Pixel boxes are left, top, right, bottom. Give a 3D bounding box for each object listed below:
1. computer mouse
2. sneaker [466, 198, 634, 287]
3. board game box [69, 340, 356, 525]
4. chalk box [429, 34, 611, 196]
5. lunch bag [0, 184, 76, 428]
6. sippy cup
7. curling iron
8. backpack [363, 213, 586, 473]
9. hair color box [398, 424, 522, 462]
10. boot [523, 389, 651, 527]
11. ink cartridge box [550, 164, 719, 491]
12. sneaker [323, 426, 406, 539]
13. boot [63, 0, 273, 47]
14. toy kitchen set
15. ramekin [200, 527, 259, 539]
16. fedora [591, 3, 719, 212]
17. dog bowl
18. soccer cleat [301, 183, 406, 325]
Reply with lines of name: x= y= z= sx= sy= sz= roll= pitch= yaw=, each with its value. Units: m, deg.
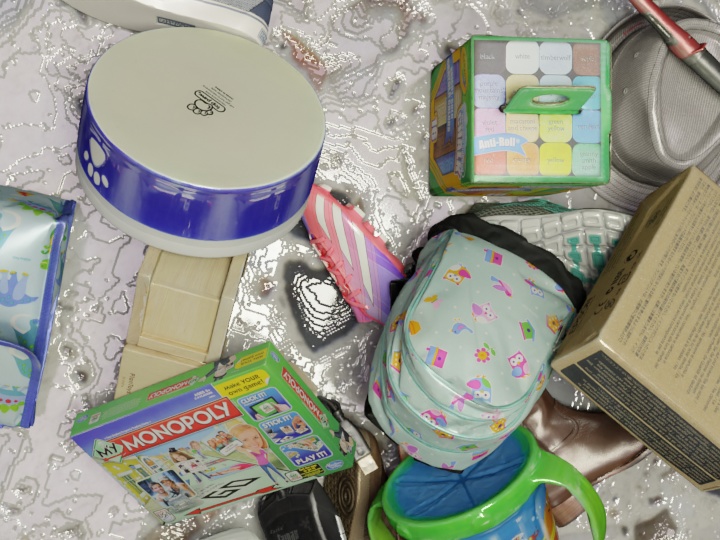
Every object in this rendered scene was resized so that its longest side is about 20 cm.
computer mouse: x=-0.029 y=0.210 z=1.015 sx=0.140 sy=0.046 sz=0.200 roll=-33 pitch=70 yaw=26
sneaker: x=0.176 y=-0.036 z=1.038 sx=0.199 sy=0.091 sz=0.078 roll=4 pitch=119 yaw=13
board game box: x=-0.123 y=0.141 z=0.973 sx=0.200 sy=0.029 sz=0.135 roll=-22 pitch=126 yaw=23
chalk box: x=0.139 y=-0.129 z=0.997 sx=0.124 sy=0.200 sz=0.124 roll=1 pitch=91 yaw=-8
lunch bag: x=-0.341 y=0.027 z=0.973 sx=0.170 sy=0.127 sz=0.200 roll=12 pitch=102 yaw=-11
sippy cup: x=0.103 y=0.214 z=0.947 sx=0.140 sy=0.178 sz=0.131 roll=-33 pitch=111 yaw=-23
curling iron: x=0.295 y=-0.202 z=1.022 sx=0.050 sy=0.026 sz=0.200 roll=-40 pitch=89 yaw=-12
backpack: x=0.085 y=0.056 z=0.933 sx=0.167 sy=0.127 sz=0.200 roll=27 pitch=52 yaw=8
hair color box: x=0.103 y=0.228 z=1.041 sx=0.111 sy=0.064 sz=0.201 roll=-9 pitch=99 yaw=8
boot: x=0.178 y=0.109 z=1.080 sx=0.186 sy=0.064 sz=0.200 roll=-44 pitch=92 yaw=-6
ink cartridge box: x=0.266 y=0.044 z=0.912 sx=0.165 sy=0.075 sz=0.200 roll=40 pitch=58 yaw=-6
sneaker: x=0.012 y=0.240 z=1.061 sx=0.075 sy=0.070 sz=0.201 roll=0 pitch=94 yaw=-27
boot: x=-0.172 y=-0.260 z=1.023 sx=0.200 sy=0.073 sz=0.091 roll=16 pitch=74 yaw=-10
toy kitchen set: x=-0.111 y=0.047 z=1.028 sx=0.163 sy=0.181 sz=0.200 roll=15 pitch=128 yaw=-5
ramekin: x=-0.103 y=0.315 z=0.973 sx=0.098 sy=0.200 sz=0.201 roll=-21 pitch=94 yaw=-15
fedora: x=0.293 y=-0.152 z=1.074 sx=0.177 sy=0.090 sz=0.200 roll=24 pitch=88 yaw=-8
dog bowl: x=-0.132 y=-0.110 z=0.962 sx=0.200 sy=0.079 sz=0.200 roll=10 pitch=46 yaw=-11
soccer cleat: x=0.000 y=0.000 z=1.049 sx=0.200 sy=0.067 sz=0.076 roll=44 pitch=89 yaw=-9
